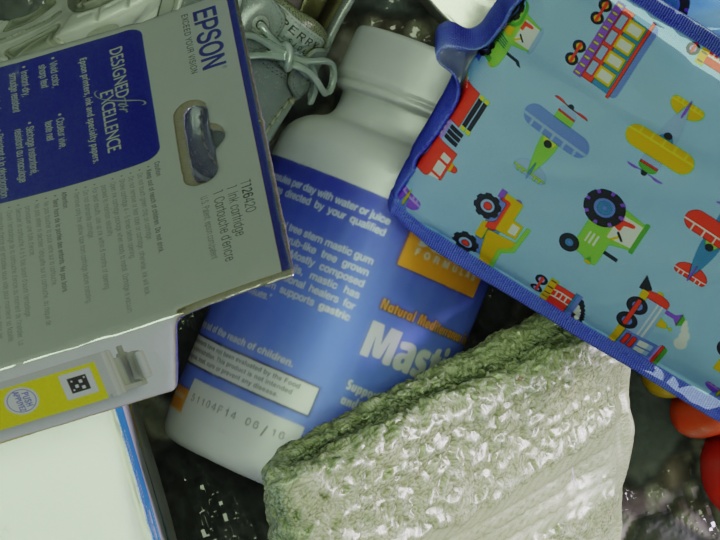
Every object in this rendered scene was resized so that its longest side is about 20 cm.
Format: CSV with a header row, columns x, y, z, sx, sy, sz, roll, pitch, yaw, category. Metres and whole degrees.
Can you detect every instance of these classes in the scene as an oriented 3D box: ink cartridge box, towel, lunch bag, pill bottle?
x,y,z,sx,sy,sz,roll,pitch,yaw,category
-0.128,-0.015,1.137,0.199,0.198,0.047,-15,128,2,ink cartridge box
0.042,0.104,1.246,0.200,0.036,0.149,-23,124,-33,towel
-0.158,0.108,1.223,0.147,0.200,0.145,-16,92,-2,ink cartridge box
0.116,-0.045,1.177,0.200,0.094,0.151,26,123,-11,lunch bag
0.000,0.000,1.273,0.112,0.112,0.200,22,90,-2,pill bottle

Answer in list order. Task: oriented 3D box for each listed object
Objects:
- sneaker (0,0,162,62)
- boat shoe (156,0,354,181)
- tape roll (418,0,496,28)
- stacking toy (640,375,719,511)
x,y,z,sx,sy,sz,roll,pitch,yaw,category
-0.142,-0.065,1.287,0.200,0.078,0.100,-22,118,10,sneaker
-0.026,-0.130,1.241,0.074,0.065,0.202,42,70,-45,boat shoe
0.103,-0.185,1.314,0.202,0.037,0.203,0,91,-2,tape roll
0.148,0.023,1.304,0.085,0.085,0.200,-28,99,-2,stacking toy
